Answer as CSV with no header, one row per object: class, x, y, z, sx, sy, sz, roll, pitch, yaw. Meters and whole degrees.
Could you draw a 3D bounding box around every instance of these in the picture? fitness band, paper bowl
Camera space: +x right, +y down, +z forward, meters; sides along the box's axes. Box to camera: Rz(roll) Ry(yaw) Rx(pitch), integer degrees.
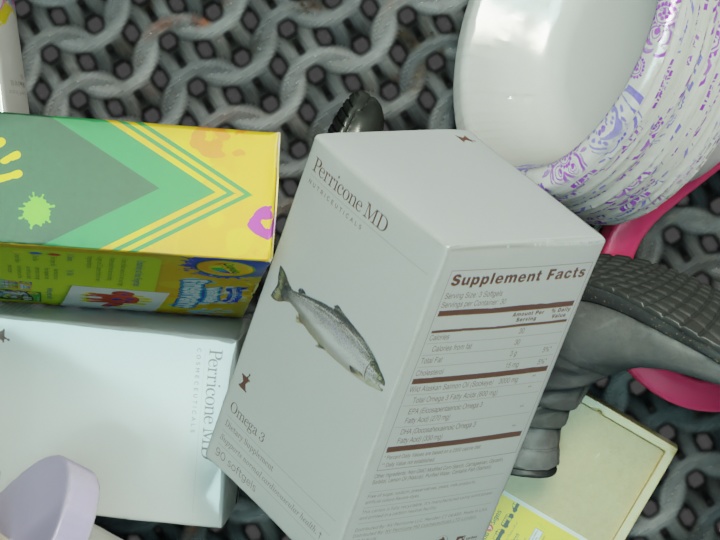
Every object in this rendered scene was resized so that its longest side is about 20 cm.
fitness band,0.222,-0.011,1.535,0.200,0.037,0.144,-38,97,-1
paper bowl,0.146,-0.123,1.480,0.104,0.200,0.202,16,93,-30

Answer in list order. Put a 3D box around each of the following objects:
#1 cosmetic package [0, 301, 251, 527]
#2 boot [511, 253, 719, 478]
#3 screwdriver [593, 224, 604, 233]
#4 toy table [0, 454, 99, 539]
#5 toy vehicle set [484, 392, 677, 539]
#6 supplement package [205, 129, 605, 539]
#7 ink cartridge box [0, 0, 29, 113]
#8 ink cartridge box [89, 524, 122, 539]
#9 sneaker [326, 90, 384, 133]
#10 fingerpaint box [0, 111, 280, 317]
cosmetic package,-0.165,0.077,1.557,0.199,0.081,0.114,4,97,6
boot,0.119,0.056,1.500,0.199,0.070,0.132,23,112,22
screwdriver,0.125,-0.018,1.549,0.200,0.028,0.029,-46,128,-5
toy table,-0.240,0.162,1.459,0.117,0.184,0.200,30,103,-24
toy vehicle set,0.078,0.155,1.568,0.124,0.027,0.201,31,94,3
supplement package,0.020,0.041,1.430,0.117,0.117,0.201,41,122,39
ink cartridge box,-0.256,-0.128,1.567,0.116,0.067,0.201,-8,91,4
ink cartridge box,-0.113,0.252,1.495,0.199,0.145,0.148,30,95,-21
sneaker,0.000,0.000,1.552,0.088,0.074,0.201,13,103,-3
fingerpaint box,-0.134,-0.029,1.475,0.166,0.200,0.074,4,80,-5
